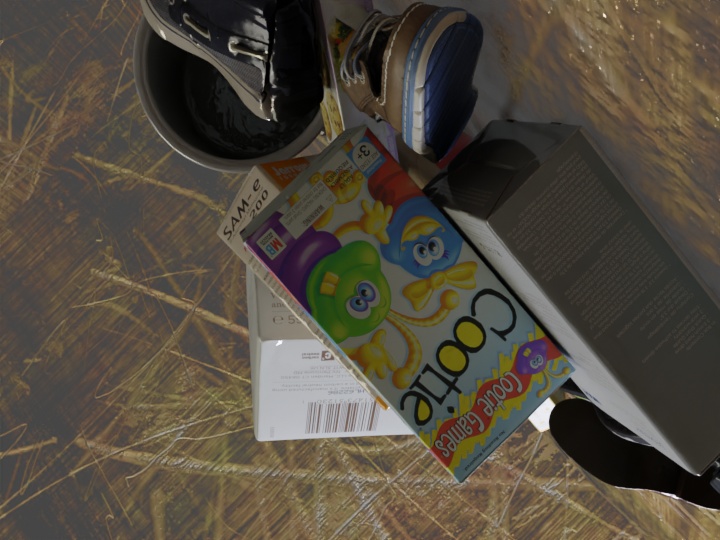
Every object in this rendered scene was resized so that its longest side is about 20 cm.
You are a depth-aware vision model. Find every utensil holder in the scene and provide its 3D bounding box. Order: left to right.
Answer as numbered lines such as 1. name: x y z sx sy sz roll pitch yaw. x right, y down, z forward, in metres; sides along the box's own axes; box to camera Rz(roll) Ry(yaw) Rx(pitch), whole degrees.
1. utensil holder: -0.100 -0.174 0.927 0.170 0.170 0.200 47 -177 -6

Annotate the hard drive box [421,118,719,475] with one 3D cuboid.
1. hard drive box: 0.139 0.009 0.645 0.200 0.077 0.156 48 178 -15

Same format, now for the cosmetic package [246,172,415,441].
1. cosmetic package: -0.025 0.031 1.000 0.168 0.164 0.203 97 167 -50

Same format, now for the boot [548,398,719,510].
1. boot: 0.258 0.174 1.030 0.184 0.065 0.200 27 180 4

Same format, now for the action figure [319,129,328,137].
1. action figure: 0.000 -0.133 1.109 0.201 0.069 0.130 52 -176 -12

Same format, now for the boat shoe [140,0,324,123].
1. boat shoe: -0.092 -0.192 0.720 0.200 0.074 0.094 41 147 32

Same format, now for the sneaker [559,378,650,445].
1. sneaker: 0.231 0.096 0.876 0.082 0.073 0.200 22 -174 -16

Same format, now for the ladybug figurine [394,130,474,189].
1. ladybug figurine: 0.094 -0.036 0.794 0.200 0.072 0.136 48 177 12

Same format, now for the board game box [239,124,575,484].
1. board game box: 0.025 0.018 0.676 0.200 0.103 0.105 48 178 -9

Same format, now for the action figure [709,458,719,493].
1. action figure: 0.296 0.202 0.773 0.200 0.104 0.194 44 167 26

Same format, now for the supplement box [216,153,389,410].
1. supplement box: 0.000 0.000 0.833 0.200 0.074 0.125 45 -150 16

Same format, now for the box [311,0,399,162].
1. box: -0.004 -0.115 0.729 0.041 0.038 0.203 46 153 51

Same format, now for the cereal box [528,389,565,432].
1. cereal box: 0.137 0.043 1.019 0.200 0.039 0.145 48 -151 -35

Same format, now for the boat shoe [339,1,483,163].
1. boat shoe: 0.025 -0.111 0.615 0.072 0.073 0.200 31 176 8
